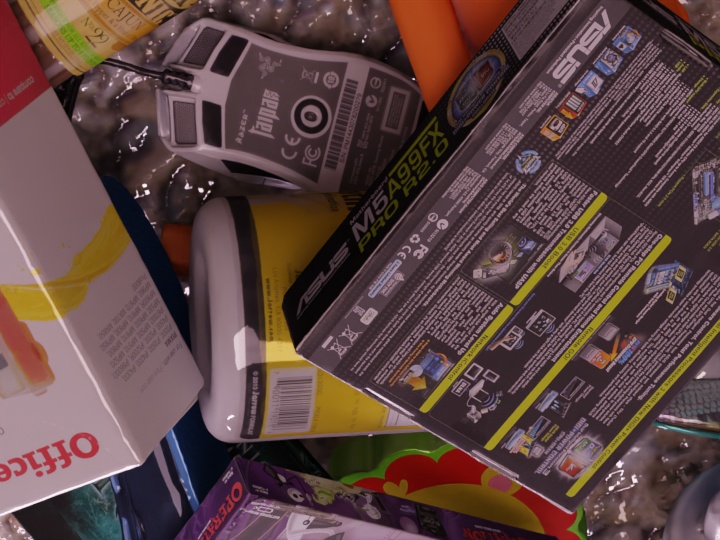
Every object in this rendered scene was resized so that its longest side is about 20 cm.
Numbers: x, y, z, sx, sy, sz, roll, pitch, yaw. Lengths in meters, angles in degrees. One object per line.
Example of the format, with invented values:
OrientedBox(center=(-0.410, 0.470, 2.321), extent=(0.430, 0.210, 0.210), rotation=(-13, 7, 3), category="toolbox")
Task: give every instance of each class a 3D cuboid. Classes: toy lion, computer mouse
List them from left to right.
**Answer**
OrientedBox(center=(-0.060, -0.078, 1.073), extent=(0.199, 0.044, 0.110), rotation=(17, 84, -14), category="computer mouse")
OrientedBox(center=(0.038, 0.162, 1.169), extent=(0.199, 0.069, 0.192), rotation=(-34, 120, 23), category="toy lion")

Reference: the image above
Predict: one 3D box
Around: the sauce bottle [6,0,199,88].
OrientedBox(center=(-0.074, -0.153, 0.990), extent=(0.199, 0.065, 0.065), rotation=(-32, 114, 9), category="sauce bottle")

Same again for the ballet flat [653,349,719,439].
OrientedBox(center=(0.137, 0.046, 1.144), extent=(0.198, 0.069, 0.072), rotation=(4, 103, -3), category="ballet flat")

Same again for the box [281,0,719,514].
OrientedBox(center=(0.088, -0.012, 0.949), extent=(0.160, 0.044, 0.200), rotation=(30, 110, -26), category="box")

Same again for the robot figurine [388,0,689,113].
OrientedBox(center=(0.081, -0.114, 1.008), extent=(0.116, 0.144, 0.201), rotation=(-24, 87, 10), category="robot figurine")

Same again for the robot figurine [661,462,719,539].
OrientedBox(center=(0.203, 0.174, 1.162), extent=(0.113, 0.169, 0.201), rotation=(36, 147, 24), category="robot figurine")

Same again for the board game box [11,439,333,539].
OrientedBox(center=(-0.103, 0.101, 1.123), extent=(0.135, 0.028, 0.200), rotation=(-44, 82, 15), category="board game box")

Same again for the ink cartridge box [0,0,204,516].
OrientedBox(center=(-0.179, 0.004, 0.983), extent=(0.144, 0.083, 0.201), rotation=(-21, 105, 25), category="ink cartridge box")

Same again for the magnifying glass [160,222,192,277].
OrientedBox(center=(0.000, 0.000, 1.120), extent=(0.198, 0.022, 0.080), rotation=(6, 80, 3), category="magnifying glass")

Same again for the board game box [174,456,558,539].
OrientedBox(center=(-0.007, 0.157, 1.076), extent=(0.199, 0.032, 0.120), rotation=(17, 125, -35), category="board game box")

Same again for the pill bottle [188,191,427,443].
OrientedBox(center=(0.024, 0.018, 1.045), extent=(0.198, 0.112, 0.113), rotation=(-3, 117, -11), category="pill bottle")

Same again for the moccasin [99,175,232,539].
OrientedBox(center=(-0.114, 0.059, 1.067), extent=(0.068, 0.080, 0.201), rotation=(-16, 88, 22), category="moccasin")
